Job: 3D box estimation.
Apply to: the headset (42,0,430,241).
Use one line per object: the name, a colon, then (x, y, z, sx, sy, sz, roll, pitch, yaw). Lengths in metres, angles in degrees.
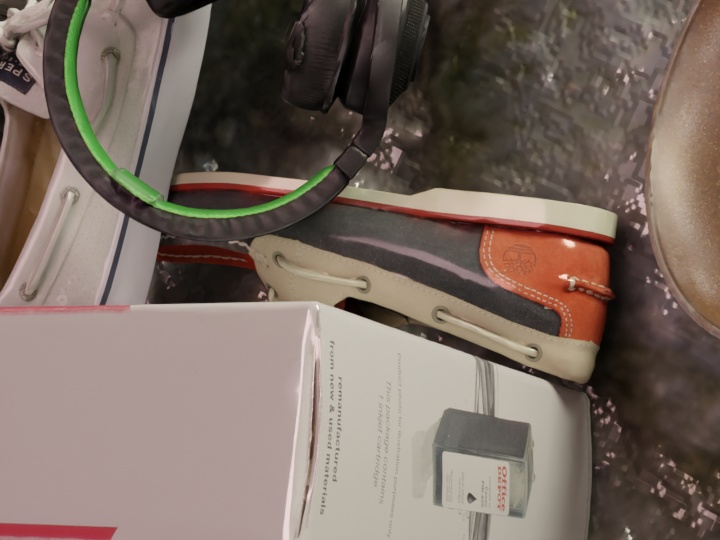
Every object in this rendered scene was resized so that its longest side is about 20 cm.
headset: (-0.028, -0.103, 0.865, 0.123, 0.094, 0.200, 34, 90, -1)

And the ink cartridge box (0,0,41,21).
ink cartridge box: (-0.135, -0.207, 1.048, 0.160, 0.050, 0.201, -12, 78, 28)

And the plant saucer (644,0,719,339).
plant saucer: (0.172, -0.062, 0.813, 0.200, 0.032, 0.201, -35, 43, 39)

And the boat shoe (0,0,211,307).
boat shoe: (-0.115, -0.072, 0.932, 0.075, 0.086, 0.203, 9, 86, 58)

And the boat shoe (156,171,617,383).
boat shoe: (0.000, 0.000, 0.924, 0.199, 0.071, 0.063, 6, 88, 27)

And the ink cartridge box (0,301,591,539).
ink cartridge box: (-0.026, 0.067, 0.849, 0.145, 0.200, 0.085, -1, 77, 30)
